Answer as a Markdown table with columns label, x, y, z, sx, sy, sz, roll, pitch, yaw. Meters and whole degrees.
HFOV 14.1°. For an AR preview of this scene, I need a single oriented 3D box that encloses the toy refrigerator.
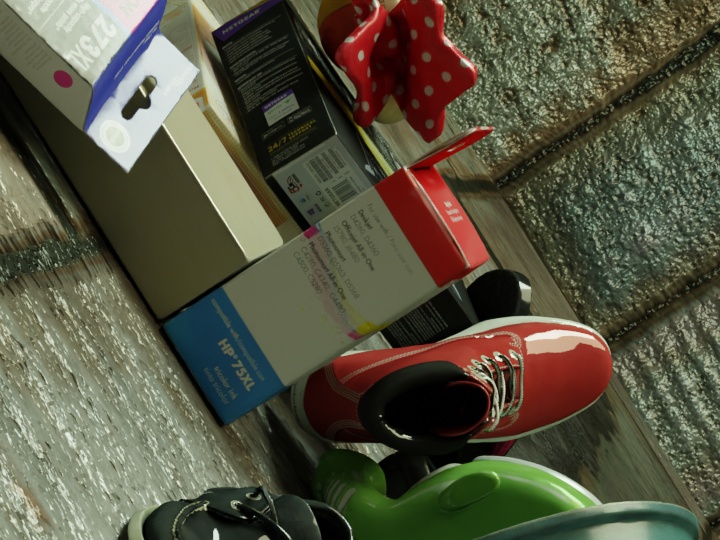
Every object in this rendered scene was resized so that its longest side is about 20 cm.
| label | x | y | z | sx | sy | sz | roll | pitch | yaw |
| --- | --- | --- | --- | --- | --- | --- | --- | --- | --- |
| toy refrigerator | -0.131 | -0.076 | 1.589 | 0.200 | 0.070 | 0.076 | 57 | 16 | 0 |

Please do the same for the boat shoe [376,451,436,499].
| label | x | y | z | sx | sy | sz | roll | pitch | yaw |
| --- | --- | --- | --- | --- | --- | --- | --- | --- | --- |
| boat shoe | 0.061 | 0.181 | 1.761 | 0.200 | 0.060 | 0.076 | 50 | 11 | -41 |

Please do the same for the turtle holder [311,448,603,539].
| label | x | y | z | sx | sy | sz | roll | pitch | yaw |
| --- | --- | --- | --- | --- | --- | --- | --- | --- | --- |
| turtle holder | 0.063 | 0.172 | 1.631 | 0.132 | 0.185 | 0.142 | -32 | 121 | -81 |

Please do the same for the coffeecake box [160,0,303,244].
| label | x | y | z | sx | sy | sz | roll | pitch | yaw |
| --- | --- | --- | --- | --- | --- | --- | --- | --- | --- |
| coffeecake box | -0.085 | -0.063 | 1.776 | 0.154 | 0.073 | 0.200 | 54 | 10 | -26 |

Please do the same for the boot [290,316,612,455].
| label | x | y | z | sx | sy | sz | roll | pitch | yaw |
| --- | --- | --- | --- | --- | --- | --- | --- | --- | --- |
| boot | 0.078 | 0.070 | 1.659 | 0.144 | 0.199 | 0.073 | -177 | -99 | -65 |

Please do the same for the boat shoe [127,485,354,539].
| label | x | y | z | sx | sy | sz | roll | pitch | yaw |
| --- | --- | --- | --- | --- | --- | --- | --- | --- | --- |
| boat shoe | -0.046 | 0.128 | 1.327 | 0.075 | 0.066 | 0.199 | 60 | 9 | 18 |

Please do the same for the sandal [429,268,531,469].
| label | x | y | z | sx | sy | sz | roll | pitch | yaw |
| --- | --- | --- | --- | --- | --- | --- | --- | --- | --- |
| sandal | 0.075 | 0.088 | 1.801 | 0.045 | 0.201 | 0.075 | 5 | 25 | -21 |

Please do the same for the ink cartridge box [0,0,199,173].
| label | x | y | z | sx | sy | sz | roll | pitch | yaw |
| --- | --- | --- | --- | --- | --- | --- | --- | --- | --- |
| ink cartridge box | -0.166 | -0.151 | 1.510 | 0.200 | 0.037 | 0.095 | 46 | 44 | -14 |

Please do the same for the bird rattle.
| label | x | y | z | sx | sy | sz | roll | pitch | yaw |
| --- | --- | --- | --- | --- | --- | --- | --- | --- | --- |
| bird rattle | 0.013 | -0.157 | 1.748 | 0.163 | 0.112 | 0.201 | 85 | -20 | -66 |

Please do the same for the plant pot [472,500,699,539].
| label | x | y | z | sx | sy | sz | roll | pitch | yaw |
| --- | --- | --- | --- | --- | --- | --- | --- | --- | --- |
| plant pot | 0.104 | 0.243 | 1.408 | 0.200 | 0.200 | 0.197 | 41 | 26 | -62 |

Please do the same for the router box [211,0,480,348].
| label | x | y | z | sx | sy | sz | roll | pitch | yaw |
| --- | --- | --- | --- | --- | --- | --- | --- | --- | --- |
| router box | -0.006 | -0.048 | 1.746 | 0.200 | 0.052 | 0.157 | 53 | 10 | -38 |

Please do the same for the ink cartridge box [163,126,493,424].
| label | x | y | z | sx | sy | sz | roll | pitch | yaw |
| --- | --- | --- | --- | --- | --- | --- | --- | --- | --- |
| ink cartridge box | 0.000 | 0.000 | 1.596 | 0.067 | 0.200 | 0.116 | 58 | 9 | 1 |
